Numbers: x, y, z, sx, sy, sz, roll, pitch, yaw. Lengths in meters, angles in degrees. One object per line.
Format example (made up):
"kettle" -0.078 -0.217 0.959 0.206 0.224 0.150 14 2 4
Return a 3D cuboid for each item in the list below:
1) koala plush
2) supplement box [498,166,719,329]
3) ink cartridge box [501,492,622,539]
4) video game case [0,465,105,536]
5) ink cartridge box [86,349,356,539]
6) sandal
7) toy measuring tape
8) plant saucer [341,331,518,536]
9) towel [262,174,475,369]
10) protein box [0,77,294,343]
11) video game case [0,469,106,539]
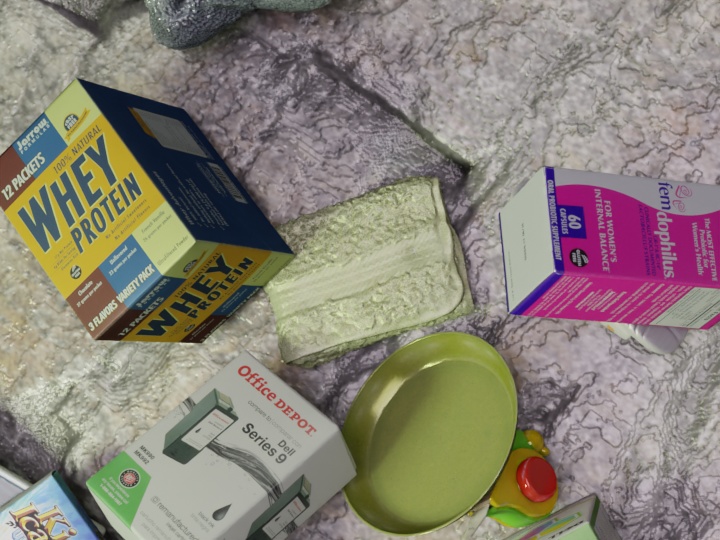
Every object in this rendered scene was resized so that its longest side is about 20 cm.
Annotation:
"koala plush" -0.097 -0.294 1.646 0.199 0.177 0.184 7 100 13
"supplement box" 0.234 -0.017 1.523 0.199 0.103 0.101 5 66 -19
"ink cartridge box" 0.170 0.259 1.527 0.104 0.200 0.059 -30 88 10
"video game case" -0.381 0.281 1.707 0.200 0.023 0.182 31 86 -3
"ink cartridge box" -0.126 0.190 1.604 0.200 0.084 0.146 -41 53 -18
"sandal" 0.215 -0.003 1.602 0.207 0.059 0.079 43 62 2
"toy measuring tape" 0.132 0.225 1.572 0.073 0.074 0.200 17 48 14
"plant saucer" 0.067 0.153 1.605 0.200 0.031 0.200 -22 52 31
"towel" 0.000 0.000 1.667 0.200 0.036 0.149 -19 82 12
"protein box" -0.203 -0.050 1.616 0.135 0.200 0.199 -43 72 16
"video game case" -0.312 0.326 1.680 0.181 0.045 0.200 -36 92 -6
